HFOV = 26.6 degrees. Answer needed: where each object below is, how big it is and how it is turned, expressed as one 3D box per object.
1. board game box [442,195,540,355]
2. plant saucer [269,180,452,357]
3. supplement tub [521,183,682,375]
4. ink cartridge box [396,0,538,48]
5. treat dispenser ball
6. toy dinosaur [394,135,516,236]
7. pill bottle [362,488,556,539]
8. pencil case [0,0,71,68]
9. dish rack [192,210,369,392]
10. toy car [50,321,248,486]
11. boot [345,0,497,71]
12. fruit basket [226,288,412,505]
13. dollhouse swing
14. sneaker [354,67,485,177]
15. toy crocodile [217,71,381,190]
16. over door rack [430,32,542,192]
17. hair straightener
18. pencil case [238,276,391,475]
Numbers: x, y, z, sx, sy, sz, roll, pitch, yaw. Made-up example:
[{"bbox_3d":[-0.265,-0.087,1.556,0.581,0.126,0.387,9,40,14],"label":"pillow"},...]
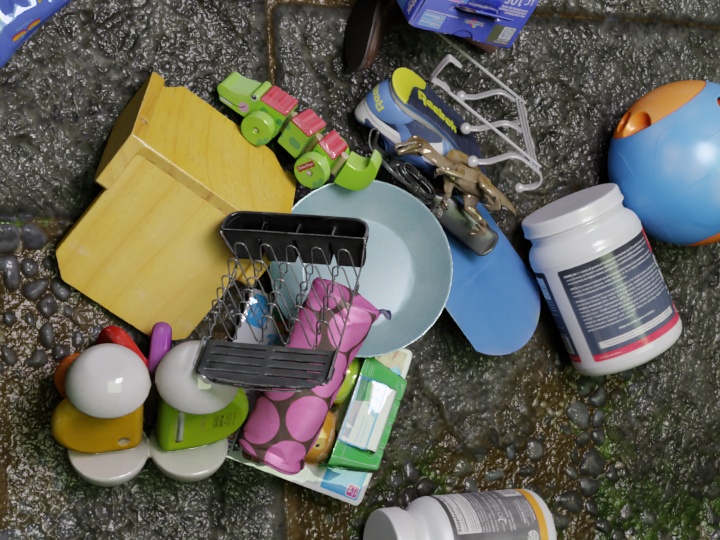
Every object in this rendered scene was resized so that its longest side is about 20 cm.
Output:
[{"bbox_3d":[0.126,0.010,1.783,0.200,0.039,0.158,54,45,-4],"label":"board game box"},{"bbox_3d":[0.000,0.000,1.668,0.201,0.039,0.201,1,76,-3],"label":"plant saucer"},{"bbox_3d":[0.285,0.011,1.810,0.140,0.140,0.200,-28,100,-25],"label":"supplement tub"},{"bbox_3d":[0.103,-0.321,1.660,0.136,0.076,0.200,7,42,-30],"label":"ink cartridge box"},{"bbox_3d":[0.400,-0.130,1.840,0.201,0.201,0.201,1,87,-26],"label":"treat dispenser ball"},{"bbox_3d":[0.130,-0.092,1.699,0.200,0.058,0.101,29,35,-32],"label":"toy dinosaur"},{"bbox_3d":[0.112,0.310,1.724,0.200,0.116,0.117,-1,88,-26],"label":"pill bottle"},{"bbox_3d":[-0.342,-0.281,1.551,0.087,0.078,0.200,42,70,6],"label":"pencil case"},{"bbox_3d":[-0.080,0.031,1.492,0.055,0.153,0.200,79,20,-45],"label":"dish rack"},{"bbox_3d":[-0.218,0.122,1.561,0.200,0.175,0.150,-2,47,-12],"label":"toy car"},{"bbox_3d":[0.090,-0.285,1.775,0.200,0.064,0.187,22,76,-28],"label":"boot"},{"bbox_3d":[-0.057,0.139,1.665,0.200,0.094,0.185,25,77,-20],"label":"fruit basket"},{"bbox_3d":[-0.204,-0.060,1.633,0.200,0.176,0.182,35,32,-20],"label":"dollhouse swing"},{"bbox_3d":[0.073,-0.151,1.757,0.200,0.082,0.074,43,34,-33],"label":"sneaker"},{"bbox_3d":[-0.068,-0.153,1.661,0.200,0.062,0.068,38,39,4],"label":"toy crocodile"},{"bbox_3d":[0.126,-0.192,1.711,0.067,0.148,0.200,-31,124,19],"label":"over door rack"},{"bbox_3d":[0.082,-0.088,1.713,0.041,0.077,0.200,-45,107,1],"label":"hair straightener"},{"bbox_3d":[-0.052,0.110,1.581,0.091,0.094,0.200,28,93,-3],"label":"pencil case"}]
